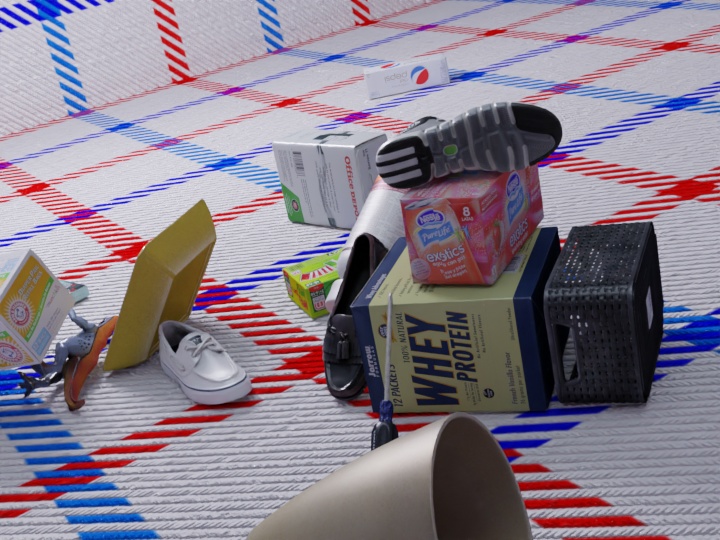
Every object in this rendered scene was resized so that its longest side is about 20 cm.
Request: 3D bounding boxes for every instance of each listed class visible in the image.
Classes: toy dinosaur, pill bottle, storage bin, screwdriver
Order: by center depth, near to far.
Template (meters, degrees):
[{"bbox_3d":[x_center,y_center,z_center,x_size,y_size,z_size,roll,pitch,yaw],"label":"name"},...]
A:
[{"bbox_3d":[0.027,0.116,1.127,0.028,0.202,0.029,0,-18,8],"label":"screwdriver"},{"bbox_3d":[0.268,0.043,1.201,0.093,0.136,0.200,-3,23,24],"label":"storage bin"},{"bbox_3d":[0.035,-0.024,1.427,0.109,0.110,0.201,7,64,41],"label":"pill bottle"},{"bbox_3d":[-0.375,0.117,1.504,0.200,0.106,0.181,42,38,23],"label":"toy dinosaur"}]

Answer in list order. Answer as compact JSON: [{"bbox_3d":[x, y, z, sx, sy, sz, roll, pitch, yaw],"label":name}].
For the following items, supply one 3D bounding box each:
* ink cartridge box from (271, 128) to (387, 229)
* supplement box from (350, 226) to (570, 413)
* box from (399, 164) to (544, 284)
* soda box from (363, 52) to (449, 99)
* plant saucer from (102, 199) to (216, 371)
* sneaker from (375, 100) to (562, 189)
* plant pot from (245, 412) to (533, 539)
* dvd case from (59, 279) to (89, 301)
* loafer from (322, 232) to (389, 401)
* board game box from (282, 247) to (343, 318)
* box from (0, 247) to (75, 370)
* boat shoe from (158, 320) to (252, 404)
[{"bbox_3d":[-0.040,-0.153,1.841,0.199,0.148,0.083,11,30,43],"label":"ink cartridge box"},{"bbox_3d":[0.120,0.053,1.258,0.198,0.135,0.200,-3,23,21],"label":"supplement box"},{"bbox_3d":[0.129,-0.070,1.235,0.094,0.104,0.200,0,23,27],"label":"box"},{"bbox_3d":[0.108,-0.462,2.634,0.198,0.064,0.068,-11,21,2],"label":"soda box"},{"bbox_3d":[-0.261,0.027,1.507,0.048,0.201,0.200,26,28,5],"label":"plant saucer"},{"bbox_3d":[0.115,-0.149,1.204,0.198,0.076,0.116,-9,19,7],"label":"sneaker"},{"bbox_3d":[0.012,0.226,0.871,0.199,0.188,0.187,-18,17,26],"label":"plant pot"},{"bbox_3d":[-0.551,0.049,1.790,0.199,0.022,0.146,7,29,43],"label":"dvd case"},{"bbox_3d":[-0.010,0.050,1.301,0.071,0.063,0.202,2,63,24],"label":"loafer"},{"bbox_3d":[0.000,0.000,1.574,0.199,0.048,0.102,-20,23,-17],"label":"board game box"},{"bbox_3d":[-0.486,0.059,1.425,0.198,0.102,0.113,-11,40,28],"label":"box"},{"bbox_3d":[-0.204,0.111,1.386,0.073,0.066,0.199,-26,25,-32],"label":"boat shoe"}]
